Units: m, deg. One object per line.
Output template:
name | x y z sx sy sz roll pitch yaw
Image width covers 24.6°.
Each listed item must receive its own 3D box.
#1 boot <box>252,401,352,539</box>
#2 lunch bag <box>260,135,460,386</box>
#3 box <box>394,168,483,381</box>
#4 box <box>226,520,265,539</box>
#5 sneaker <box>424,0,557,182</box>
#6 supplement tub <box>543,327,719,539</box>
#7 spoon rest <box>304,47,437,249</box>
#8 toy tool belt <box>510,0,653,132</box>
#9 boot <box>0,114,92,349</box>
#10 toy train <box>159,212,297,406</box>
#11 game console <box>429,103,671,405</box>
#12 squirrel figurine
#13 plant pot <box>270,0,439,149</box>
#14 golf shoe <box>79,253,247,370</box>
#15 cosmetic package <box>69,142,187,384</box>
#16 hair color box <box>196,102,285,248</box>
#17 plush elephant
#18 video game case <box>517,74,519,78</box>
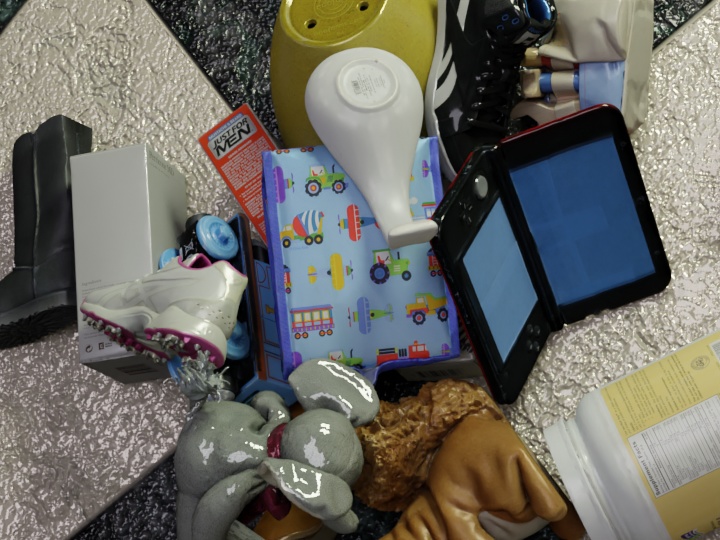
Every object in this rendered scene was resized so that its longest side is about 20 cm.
boot | -0.062 0.177 1.484 0.200 0.071 0.145 -34 63 2
lunch bag | 0.000 0.000 1.388 0.149 0.094 0.202 -5 75 -5
box | 0.070 -0.005 1.490 0.081 0.068 0.202 -7 74 15
box | -0.079 0.344 1.408 0.199 0.047 0.194 32 109 20
sneaker | 0.114 -0.173 1.396 0.112 0.073 0.202 -5 84 55
supplement tub | 0.265 0.143 1.353 0.199 0.145 0.146 -27 70 7
spoon rest | 0.015 -0.099 1.345 0.098 0.061 0.201 -10 60 -9
toy tool belt | 0.191 -0.165 1.475 0.122 0.125 0.202 6 97 31
boot | -0.331 -0.036 1.611 0.164 0.066 0.202 -17 67 23
toy train | -0.115 0.040 1.484 0.087 0.114 0.201 -37 46 33
game console | 0.163 -0.010 1.385 0.118 0.201 0.173 -1 38 33
squirrel figurine | 0.062 0.198 1.389 0.186 0.142 0.201 -38 76 3
plant pot | -0.001 -0.195 1.475 0.198 0.142 0.201 -10 56 14
golf shoe | -0.165 0.029 1.409 0.199 0.075 0.092 8 66 48
cosmetic package | -0.213 -0.005 1.549 0.084 0.108 0.202 -9 74 14
hair color box | -0.062 -0.045 1.515 0.064 0.111 0.201 -34 68 4
plush elephant | -0.060 0.156 1.314 0.154 0.201 0.165 12 44 19
video game case | 0.035 -0.190 1.578 0.199 0.019 0.143 -32 70 4
